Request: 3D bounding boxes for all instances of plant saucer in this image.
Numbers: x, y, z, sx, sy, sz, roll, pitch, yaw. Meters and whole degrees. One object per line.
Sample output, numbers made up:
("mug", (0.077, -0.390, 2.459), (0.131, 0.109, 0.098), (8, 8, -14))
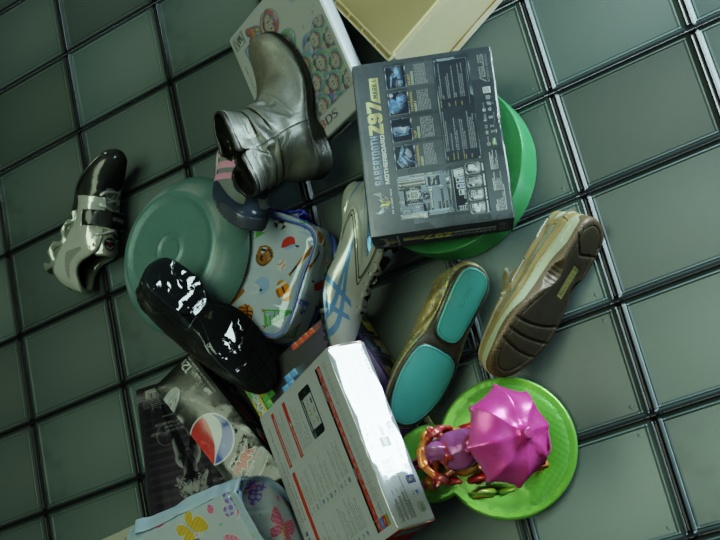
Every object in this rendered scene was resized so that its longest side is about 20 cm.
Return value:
("plant saucer", (-0.224, -0.022, 1.436), (0.198, 0.036, 0.202), (-9, 73, 32))

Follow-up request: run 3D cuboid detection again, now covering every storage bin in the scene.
("storage bin", (0.063, -0.362, 1.387), (0.200, 0.093, 0.199), (-47, 61, 14))

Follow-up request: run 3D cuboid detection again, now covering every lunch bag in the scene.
("lunch bag", (-0.141, 0.323, 1.295), (0.169, 0.200, 0.128), (-27, 33, 20))
("lunch bag", (-0.121, -0.003, 1.432), (0.199, 0.075, 0.162), (17, 87, 31))

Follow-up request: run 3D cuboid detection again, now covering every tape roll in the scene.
("tape roll", (0.101, -0.115, 1.343), (0.199, 0.048, 0.203), (-6, 78, 28))

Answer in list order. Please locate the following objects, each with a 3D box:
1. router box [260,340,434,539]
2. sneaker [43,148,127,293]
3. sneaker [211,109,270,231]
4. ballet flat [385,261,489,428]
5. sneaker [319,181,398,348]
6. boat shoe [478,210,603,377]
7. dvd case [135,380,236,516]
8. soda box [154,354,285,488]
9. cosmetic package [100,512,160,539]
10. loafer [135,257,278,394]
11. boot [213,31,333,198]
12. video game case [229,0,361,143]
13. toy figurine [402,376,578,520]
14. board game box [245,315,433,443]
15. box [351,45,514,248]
("router box", (-0.020, 0.205, 1.238), (0.180, 0.048, 0.202), (-47, 59, 48))
("sneaker", (-0.347, -0.062, 1.573), (0.088, 0.074, 0.201), (34, 107, 30))
("sneaker", (-0.137, -0.127, 1.407), (0.082, 0.070, 0.201), (-62, 27, 29))
("ballet flat", (0.079, 0.082, 1.298), (0.070, 0.071, 0.201), (22, 79, 30))
("sneaker", (0.000, 0.000, 1.310), (0.072, 0.072, 0.202), (10, 85, 15))
("boat shoe", (0.180, 0.023, 1.256), (0.076, 0.072, 0.201), (24, 71, 47))
("dvd case", (-0.209, 0.230, 1.468), (0.148, 0.016, 0.202), (-18, 71, 24))
("soda box", (-0.156, 0.194, 1.398), (0.063, 0.071, 0.200), (-44, 69, 3))
("cosmetic package", (-0.221, 0.394, 1.391), (0.103, 0.087, 0.202), (-29, 73, 23))
("loafer", (-0.179, 0.072, 1.369), (0.200, 0.073, 0.072), (46, 143, -1))
("boot", (-0.117, -0.188, 1.369), (0.068, 0.130, 0.202), (-32, 76, 47))
("video game case", (-0.075, -0.246, 1.424), (0.182, 0.024, 0.202), (-37, 71, 46))
("toy figurine", (0.118, 0.172, 1.168), (0.198, 0.184, 0.152), (-11, 74, 7))
("board game box", (-0.022, 0.167, 1.353), (0.165, 0.057, 0.201), (-42, 64, 17))
("box", (0.078, -0.134, 1.275), (0.156, 0.051, 0.202), (-8, 75, 4))
